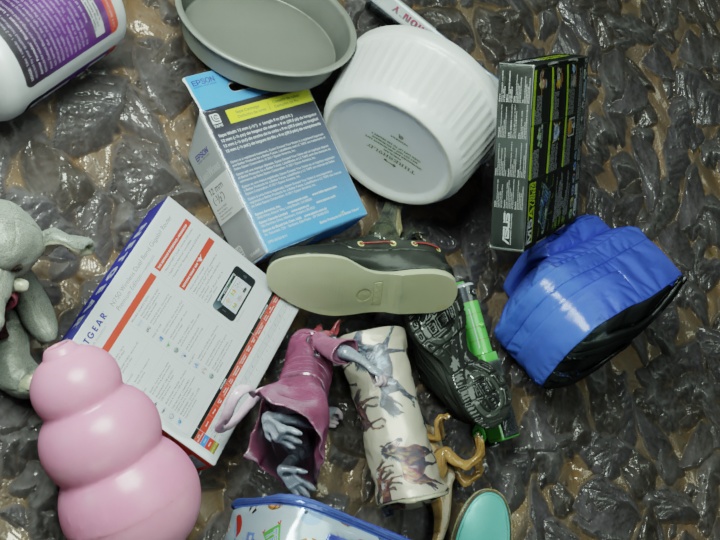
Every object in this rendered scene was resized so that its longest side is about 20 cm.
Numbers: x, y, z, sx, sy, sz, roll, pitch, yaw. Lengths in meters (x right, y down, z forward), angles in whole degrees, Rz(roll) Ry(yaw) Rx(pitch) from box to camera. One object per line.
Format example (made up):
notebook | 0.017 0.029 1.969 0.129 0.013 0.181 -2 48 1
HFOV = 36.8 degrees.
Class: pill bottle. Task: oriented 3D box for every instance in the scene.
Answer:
pill bottle | -0.321 -0.208 0.994 0.112 0.111 0.200 51 53 -11

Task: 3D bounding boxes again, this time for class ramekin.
ramekin | 0.051 -0.160 1.184 0.202 0.202 0.094 43 57 -16

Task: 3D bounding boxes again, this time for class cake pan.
cake pan | -0.103 -0.261 1.161 0.199 0.037 0.201 12 45 -12

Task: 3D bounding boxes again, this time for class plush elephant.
plush elephant | -0.315 0.007 0.902 0.164 0.155 0.201 12 69 -32

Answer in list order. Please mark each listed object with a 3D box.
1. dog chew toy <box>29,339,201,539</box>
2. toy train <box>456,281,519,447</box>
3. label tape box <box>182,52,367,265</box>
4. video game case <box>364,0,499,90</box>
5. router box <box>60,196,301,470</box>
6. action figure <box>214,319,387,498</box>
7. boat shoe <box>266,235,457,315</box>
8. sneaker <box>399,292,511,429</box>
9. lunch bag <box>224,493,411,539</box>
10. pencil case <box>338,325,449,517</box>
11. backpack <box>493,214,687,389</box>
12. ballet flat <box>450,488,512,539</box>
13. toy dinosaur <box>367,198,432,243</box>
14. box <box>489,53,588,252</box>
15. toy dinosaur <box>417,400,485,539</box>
dog chew toy | -0.219 0.154 0.932 0.124 0.124 0.201 -31 104 -37
toy train | 0.135 0.105 1.252 0.042 0.056 0.201 -12 83 -37
label tape box | -0.100 -0.118 1.152 0.143 0.066 0.201 -23 84 -38
video game case | 0.082 -0.258 1.244 0.182 0.200 0.023 37 97 -7
router box | -0.174 0.061 1.052 0.179 0.049 0.201 40 57 -18
action figure | -0.063 0.118 1.066 0.148 0.134 0.201 25 40 -12
boat shoe | -0.001 0.002 1.116 0.200 0.074 0.063 3 39 -15
sneaker | 0.085 0.089 1.200 0.076 0.091 0.201 -27 93 -27
lunch bag | -0.022 0.271 1.023 0.199 0.160 0.076 26 62 -25
pencil case | 0.032 0.152 1.137 0.077 0.090 0.201 -15 73 -1
backpack | 0.251 0.040 1.296 0.200 0.163 0.168 -29 64 -37
ballet flat | 0.126 0.339 1.168 0.070 0.071 0.201 18 66 -30
toy dinosaur | 0.040 -0.031 1.237 0.088 0.047 0.201 29 57 -17
box | 0.202 -0.137 1.212 0.193 0.047 0.201 -24 119 -56
toy dinosaur | 0.087 0.225 1.192 0.106 0.060 0.201 -12 78 -8
